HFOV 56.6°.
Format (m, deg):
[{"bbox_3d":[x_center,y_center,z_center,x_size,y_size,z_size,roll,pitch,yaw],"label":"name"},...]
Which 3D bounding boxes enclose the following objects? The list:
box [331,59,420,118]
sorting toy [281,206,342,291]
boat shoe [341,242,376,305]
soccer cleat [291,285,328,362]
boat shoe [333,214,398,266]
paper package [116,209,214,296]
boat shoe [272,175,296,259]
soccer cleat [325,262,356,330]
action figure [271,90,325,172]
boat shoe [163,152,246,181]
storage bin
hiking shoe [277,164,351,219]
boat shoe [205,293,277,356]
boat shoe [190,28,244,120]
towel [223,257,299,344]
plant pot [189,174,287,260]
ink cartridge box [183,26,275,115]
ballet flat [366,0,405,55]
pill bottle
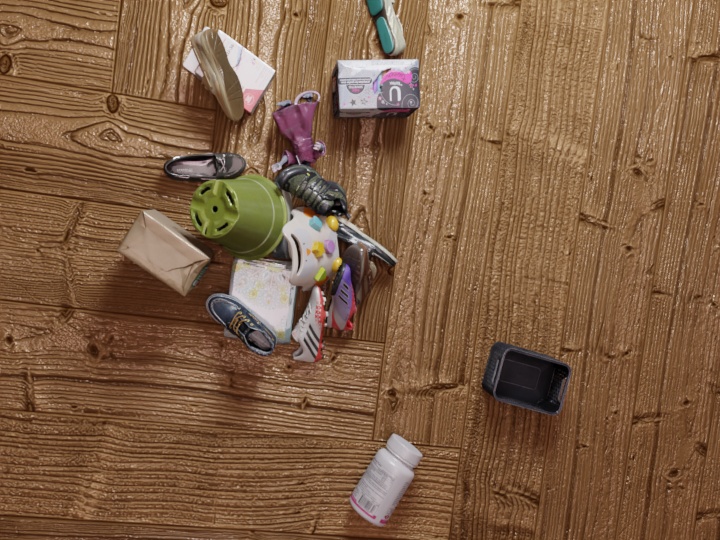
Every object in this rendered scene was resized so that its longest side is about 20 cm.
[{"bbox_3d":[0.035,-0.432,1.604,0.194,0.132,0.119,-4,94,-9],"label":"box"},{"bbox_3d":[-0.128,-0.045,1.573,0.104,0.179,0.206,-4,98,26],"label":"sorting toy"},{"bbox_3d":[0.000,0.000,1.624,0.071,0.202,0.076,-30,62,-26],"label":"boat shoe"},{"bbox_3d":[-0.126,0.134,1.635,0.083,0.069,0.205,-1,115,-14],"label":"soccer cleat"},{"bbox_3d":[0.002,-0.058,1.658,0.197,0.074,0.067,35,91,-10],"label":"boat shoe"},{"bbox_3d":[-0.436,-0.046,1.524,0.189,0.200,0.105,35,89,-11],"label":"paper package"},{"bbox_3d":[-0.196,-0.129,1.621,0.060,0.073,0.207,-6,93,9],"label":"boat shoe"},{"bbox_3d":[-0.038,0.066,1.621,0.071,0.069,0.204,14,130,1],"label":"soccer cleat"},{"bbox_3d":[-0.148,-0.313,1.616,0.130,0.150,0.205,-7,116,10],"label":"action figure"},{"bbox_3d":[-0.369,-0.244,1.590,0.194,0.057,0.069,-6,95,-9],"label":"boat shoe"},{"bbox_3d":[0.431,0.281,1.745,0.195,0.094,0.139,16,92,-9],"label":"storage bin"},{"bbox_3d":[-0.104,-0.182,1.581,0.196,0.102,0.077,15,122,-35],"label":"hiking shoe"},{"bbox_3d":[-0.279,0.125,1.572,0.198,0.091,0.072,36,90,-8],"label":"boat shoe"},{"bbox_3d":[-0.323,-0.437,1.517,0.063,0.071,0.205,-8,110,28],"label":"boat shoe"},{"bbox_3d":[-0.241,0.071,1.643,0.166,0.048,0.207,8,93,-7],"label":"towel"},{"bbox_3d":[-0.289,-0.128,1.512,0.194,0.189,0.207,0,90,16],"label":"plant pot"},{"bbox_3d":[-0.312,-0.475,1.576,0.197,0.067,0.118,33,90,-10],"label":"ink cartridge box"},{"bbox_3d":[0.062,-0.629,1.639,0.061,0.067,0.206,-23,103,-35],"label":"ballet flat"},{"bbox_3d":[0.067,0.527,1.693,0.112,0.113,0.203,33,89,-10],"label":"pill bottle"}]
